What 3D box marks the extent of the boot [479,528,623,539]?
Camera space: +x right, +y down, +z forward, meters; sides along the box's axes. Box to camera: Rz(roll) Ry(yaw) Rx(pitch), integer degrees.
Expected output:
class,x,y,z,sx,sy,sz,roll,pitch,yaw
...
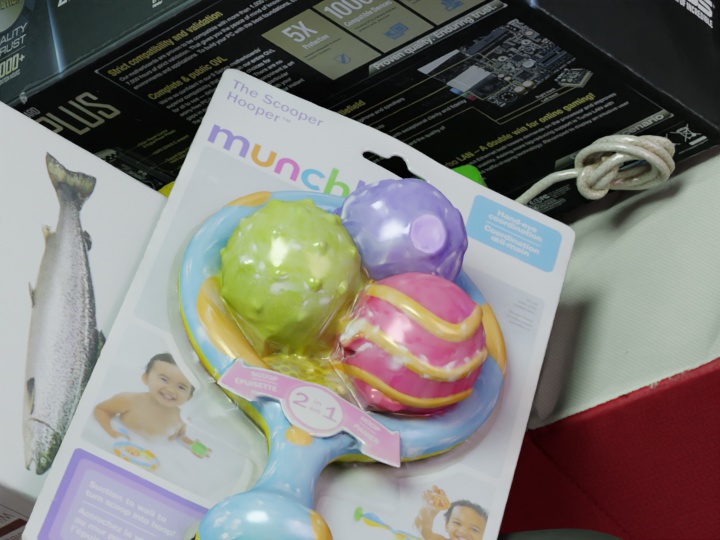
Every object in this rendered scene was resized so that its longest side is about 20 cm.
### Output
class,x,y,z,sx,sy,sz,roll,pitch,yaw
boot,0.000,0.072,0.830,0.077,0.200,0.138,55,33,-36

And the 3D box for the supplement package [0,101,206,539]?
class,x,y,z,sx,sy,sz,roll,pitch,yaw
supplement package,-0.131,0.025,0.767,0.200,0.117,0.117,30,47,-38

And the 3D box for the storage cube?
class,x,y,z,sx,sy,sz,roll,pitch,yaw
storage cube,0.125,0.047,0.934,0.180,0.171,0.200,44,42,-25

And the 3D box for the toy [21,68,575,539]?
class,x,y,z,sx,sy,sz,roll,pitch,yaw
toy,-0.003,0.018,0.753,0.115,0.047,0.200,26,45,-6

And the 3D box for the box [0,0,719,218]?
class,x,y,z,sx,sy,sz,roll,pitch,yaw
box,-0.011,-0.072,0.895,0.164,0.200,0.086,28,51,-38

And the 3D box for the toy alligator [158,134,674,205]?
class,x,y,z,sx,sy,sz,roll,pitch,yaw
toy alligator,0.000,0.000,0.876,0.059,0.200,0.054,57,29,-51
